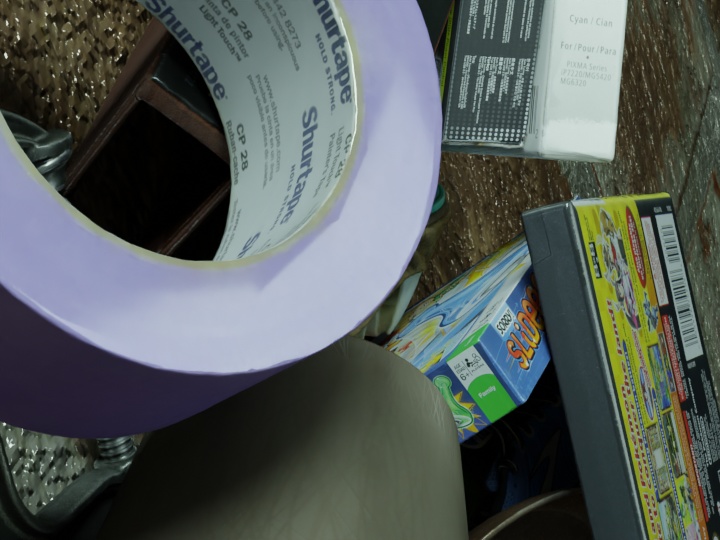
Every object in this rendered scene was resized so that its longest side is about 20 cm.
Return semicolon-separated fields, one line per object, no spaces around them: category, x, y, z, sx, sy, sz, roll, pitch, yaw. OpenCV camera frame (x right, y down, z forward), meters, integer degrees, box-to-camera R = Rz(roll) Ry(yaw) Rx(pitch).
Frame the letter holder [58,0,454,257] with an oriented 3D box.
letter holder;-0.052;-0.065;0.859;0.100;0.142;0.201;36;40;-13

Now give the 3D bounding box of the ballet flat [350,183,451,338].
ballet flat;0.000;0.000;0.975;0.200;0.067;0.073;-44;139;-77

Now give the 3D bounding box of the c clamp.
c clamp;-0.111;0.030;0.741;0.171;0.027;0.202;-49;129;-56

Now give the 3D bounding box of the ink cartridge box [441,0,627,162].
ink cartridge box;0.065;-0.145;1.021;0.200;0.044;0.178;-167;-100;-66

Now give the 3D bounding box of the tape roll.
tape roll;-0.077;-0.054;0.661;0.198;0.085;0.202;13;65;-30

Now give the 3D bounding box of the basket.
basket;-0.031;0.129;0.702;0.137;0.178;0.201;106;-6;-46

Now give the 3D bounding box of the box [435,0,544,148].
box;0.038;-0.173;0.976;0.160;0.044;0.202;-145;-122;-62

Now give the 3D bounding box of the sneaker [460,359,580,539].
sneaker;0.074;0.086;1.007;0.201;0.078;0.089;-61;148;-15

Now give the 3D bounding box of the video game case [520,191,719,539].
video game case;0.131;0.066;0.951;0.180;0.025;0.202;-8;86;-68

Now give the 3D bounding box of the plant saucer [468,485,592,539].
plant saucer;0.072;0.185;0.986;0.199;0.037;0.202;-20;124;-32

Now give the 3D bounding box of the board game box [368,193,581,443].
board game box;0.037;0.042;0.951;0.035;0.135;0.200;53;25;-5
